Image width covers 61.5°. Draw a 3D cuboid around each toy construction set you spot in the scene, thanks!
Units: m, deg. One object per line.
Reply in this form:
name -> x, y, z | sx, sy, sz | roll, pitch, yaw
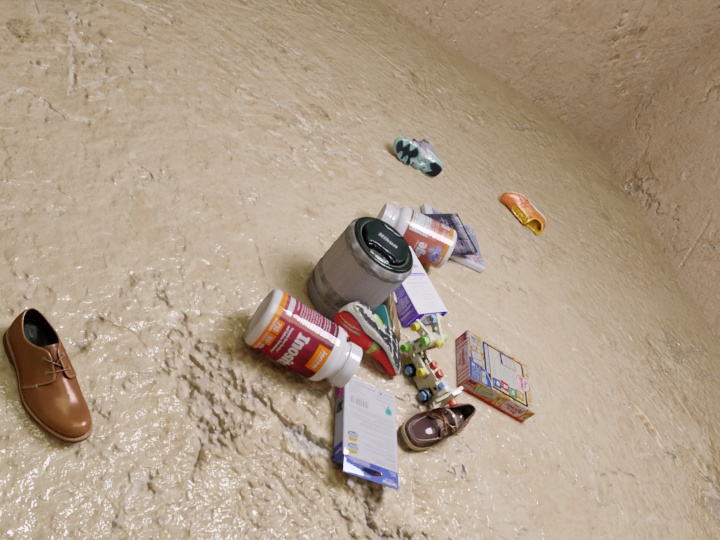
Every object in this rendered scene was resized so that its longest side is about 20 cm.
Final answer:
toy construction set -> 0.152, 0.201, 1.257 | 0.092, 0.131, 0.200 | 11, 46, -36

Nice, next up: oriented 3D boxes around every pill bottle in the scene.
pill bottle -> -0.100, 0.129, 1.101 | 0.200, 0.113, 0.113 | 32, 36, -14
pill bottle -> 0.137, -0.093, 1.560 | 0.199, 0.112, 0.112 | 24, 38, -8

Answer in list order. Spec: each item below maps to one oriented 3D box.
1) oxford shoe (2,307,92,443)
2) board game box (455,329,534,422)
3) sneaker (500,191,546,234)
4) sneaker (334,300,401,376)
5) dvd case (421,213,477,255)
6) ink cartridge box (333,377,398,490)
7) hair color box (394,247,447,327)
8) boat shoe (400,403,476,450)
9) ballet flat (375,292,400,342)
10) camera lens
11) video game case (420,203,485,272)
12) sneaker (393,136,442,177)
oxford shoe -> -0.419, 0.139, 0.816 | 0.200, 0.071, 0.071 | 54, 35, 12
board game box -> 0.319, 0.251, 1.443 | 0.200, 0.046, 0.152 | 31, 36, -17
sneaker -> 0.588, -0.211, 2.175 | 0.200, 0.073, 0.077 | 37, 45, -4
sneaker -> 0.017, 0.143, 1.238 | 0.200, 0.085, 0.077 | 54, 24, -25
dvd case -> 0.215, -0.100, 1.692 | 0.199, 0.016, 0.149 | -3, 54, -27
ink cartridge box -> 0.010, 0.296, 1.099 | 0.119, 0.042, 0.200 | 27, 35, -22
hair color box -> 0.112, 0.035, 1.453 | 0.109, 0.065, 0.200 | 0, 55, -44
boat shoe -> 0.162, 0.303, 1.211 | 0.200, 0.072, 0.072 | 1, 52, -44
ballet flat -> 0.058, 0.083, 1.357 | 0.072, 0.068, 0.200 | 39, 30, -42
camera lens -> 0.000, 0.000, 1.259 | 0.160, 0.200, 0.160 | 26, 39, -23
video game case -> 0.272, -0.097, 1.783 | 0.200, 0.023, 0.183 | 23, 40, -27
sneaker -> 0.176, -0.396, 1.967 | 0.200, 0.078, 0.140 | 31, 34, -33
